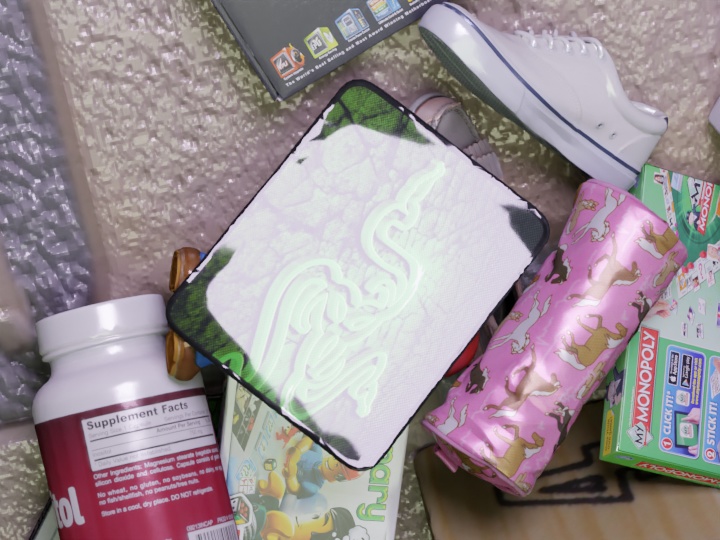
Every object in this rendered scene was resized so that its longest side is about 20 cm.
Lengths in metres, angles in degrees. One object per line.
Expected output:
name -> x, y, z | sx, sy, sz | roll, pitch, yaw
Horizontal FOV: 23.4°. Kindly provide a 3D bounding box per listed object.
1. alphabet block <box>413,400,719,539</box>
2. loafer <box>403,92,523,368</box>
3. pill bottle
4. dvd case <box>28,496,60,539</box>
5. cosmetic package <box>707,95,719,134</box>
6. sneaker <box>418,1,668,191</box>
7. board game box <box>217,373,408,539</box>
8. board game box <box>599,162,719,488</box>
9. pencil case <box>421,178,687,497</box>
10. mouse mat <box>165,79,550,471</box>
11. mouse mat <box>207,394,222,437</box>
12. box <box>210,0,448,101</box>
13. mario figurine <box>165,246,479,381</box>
alphabet block -> 0.160, 0.226, 1.190 | 0.196, 0.200, 0.196 | -13, 115, -1
loafer -> 0.078, -0.020, 1.128 | 0.072, 0.063, 0.200 | -33, 124, -32
pill bottle -> -0.147, 0.122, 1.117 | 0.113, 0.113, 0.200 | -13, 85, -1
dvd case -> -0.138, 0.219, 1.221 | 0.200, 0.025, 0.150 | 23, 110, -15
cosmetic package -> 0.289, -0.090, 1.057 | 0.074, 0.200, 0.102 | 20, 112, -16
sneaker -> 0.117, -0.122, 1.090 | 0.200, 0.073, 0.071 | 32, 94, -39
board game box -> -0.030, 0.093, 1.169 | 0.126, 0.035, 0.200 | 5, 100, -10
board game box -> 0.231, 0.040, 1.134 | 0.134, 0.029, 0.200 | 14, 68, -13
pencil case -> 0.119, 0.043, 1.073 | 0.083, 0.087, 0.200 | 32, 82, 13
mouse mat -> 0.000, 0.000, 1.055 | 0.161, 0.008, 0.200 | 37, 80, 3
mouse mat -> -0.094, 0.176, 1.232 | 0.161, 0.008, 0.200 | -5, 114, -5
box -> -0.008, -0.220, 1.043 | 0.200, 0.049, 0.161 | -29, 113, 6
mario figurine -> -0.024, 0.037, 1.106 | 0.200, 0.106, 0.124 | 5, 115, -11
